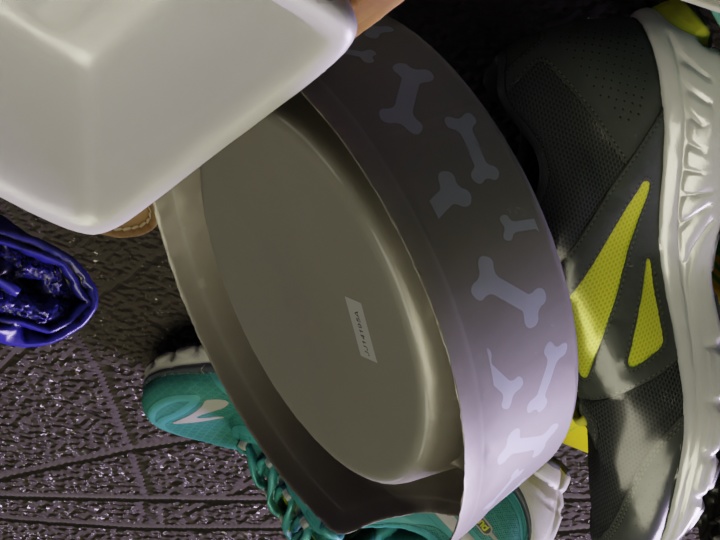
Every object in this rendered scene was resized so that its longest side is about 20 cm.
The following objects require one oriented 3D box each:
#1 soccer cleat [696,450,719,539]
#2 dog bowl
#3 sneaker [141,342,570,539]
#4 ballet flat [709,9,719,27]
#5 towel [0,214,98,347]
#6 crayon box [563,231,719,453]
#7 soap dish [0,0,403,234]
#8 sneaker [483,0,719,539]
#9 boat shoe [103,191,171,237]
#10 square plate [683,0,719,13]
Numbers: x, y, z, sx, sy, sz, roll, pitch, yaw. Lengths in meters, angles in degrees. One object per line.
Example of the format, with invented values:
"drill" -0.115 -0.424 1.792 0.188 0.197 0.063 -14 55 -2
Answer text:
"soccer cleat" 0.170 0.036 0.875 0.073 0.068 0.200 4 132 -12
"dog bowl" 0.000 0.000 0.838 0.059 0.200 0.200 -26 155 -24
"sneaker" -0.013 0.082 1.011 0.200 0.080 0.078 17 168 30
"ballet flat" 0.156 -0.054 0.750 0.070 0.200 0.067 -26 172 17
"towel" -0.195 -0.026 0.859 0.148 0.050 0.200 39 167 -31
"crayon box" 0.102 0.018 0.952 0.200 0.051 0.127 22 143 -22
"soap dish" -0.108 -0.106 0.725 0.200 0.081 0.157 29 137 -29
"sneaker" 0.079 0.005 0.847 0.085 0.074 0.200 -3 105 -6
"boat shoe" -0.139 -0.061 0.866 0.074 0.066 0.200 -18 139 33
"square plate" 0.161 -0.140 0.629 0.200 0.028 0.198 20 127 2
